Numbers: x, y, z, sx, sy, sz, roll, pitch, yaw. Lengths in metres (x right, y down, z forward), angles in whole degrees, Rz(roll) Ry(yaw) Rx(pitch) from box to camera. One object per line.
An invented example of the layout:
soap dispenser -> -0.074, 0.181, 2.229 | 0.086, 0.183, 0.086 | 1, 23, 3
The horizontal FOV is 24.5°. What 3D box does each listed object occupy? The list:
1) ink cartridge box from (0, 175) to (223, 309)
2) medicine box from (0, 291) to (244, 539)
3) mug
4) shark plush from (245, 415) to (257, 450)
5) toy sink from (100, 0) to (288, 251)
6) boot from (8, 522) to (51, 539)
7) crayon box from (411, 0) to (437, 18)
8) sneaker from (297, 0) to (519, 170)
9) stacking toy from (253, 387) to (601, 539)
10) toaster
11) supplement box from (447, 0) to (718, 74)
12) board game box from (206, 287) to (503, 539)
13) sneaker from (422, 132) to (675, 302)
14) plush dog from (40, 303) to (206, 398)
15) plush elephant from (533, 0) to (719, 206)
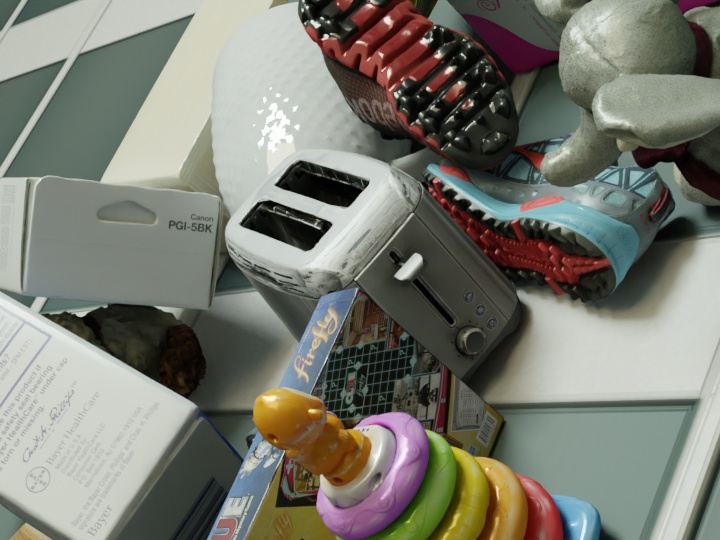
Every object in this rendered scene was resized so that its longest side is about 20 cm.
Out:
ink cartridge box -> -0.205, -0.022, 1.220 | 0.200, 0.146, 0.084 | 6, 91, 64
medicine box -> -0.173, 0.116, 1.036 | 0.199, 0.182, 0.103 | 28, 74, 26
mug -> -0.011, -0.092, 1.195 | 0.198, 0.148, 0.176 | -17, 40, 10
shark plush -> -0.019, 0.110, 1.073 | 0.083, 0.091, 0.200 | -26, 10, 1
toy sink -> -0.100, -0.124, 1.370 | 0.130, 0.112, 0.201 | -2, 56, 52
boot -> -0.226, 0.267, 1.143 | 0.167, 0.072, 0.200 | -59, 29, -1
crayon box -> 0.042, -0.245, 1.201 | 0.200, 0.050, 0.128 | -64, -9, -54
sneaker -> 0.039, -0.119, 1.078 | 0.071, 0.098, 0.200 | -39, 52, -9
stacking toy -> 0.018, 0.116, 0.837 | 0.116, 0.200, 0.110 | -10, 46, 48
toaster -> 0.000, 0.000, 1.058 | 0.114, 0.129, 0.200 | -47, 30, -12
supplement box -> 0.163, -0.227, 1.147 | 0.199, 0.101, 0.104 | -16, 42, 43
board game box -> -0.006, 0.131, 0.919 | 0.034, 0.135, 0.201 | -9, 47, 48
sneaker -> 0.120, -0.042, 1.037 | 0.095, 0.080, 0.200 | -40, 33, -16
plush dog -> -0.209, 0.075, 1.254 | 0.171, 0.162, 0.199 | -18, 12, -32
plush elephant -> 0.162, -0.086, 0.858 | 0.165, 0.153, 0.201 | -95, 14, -49
